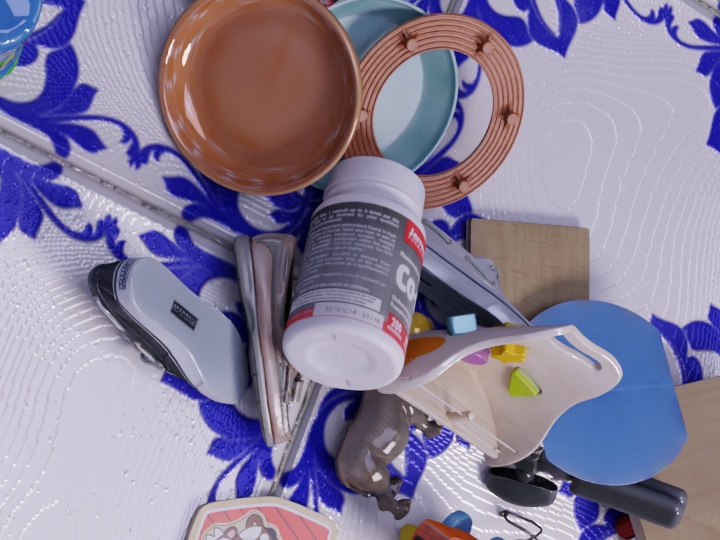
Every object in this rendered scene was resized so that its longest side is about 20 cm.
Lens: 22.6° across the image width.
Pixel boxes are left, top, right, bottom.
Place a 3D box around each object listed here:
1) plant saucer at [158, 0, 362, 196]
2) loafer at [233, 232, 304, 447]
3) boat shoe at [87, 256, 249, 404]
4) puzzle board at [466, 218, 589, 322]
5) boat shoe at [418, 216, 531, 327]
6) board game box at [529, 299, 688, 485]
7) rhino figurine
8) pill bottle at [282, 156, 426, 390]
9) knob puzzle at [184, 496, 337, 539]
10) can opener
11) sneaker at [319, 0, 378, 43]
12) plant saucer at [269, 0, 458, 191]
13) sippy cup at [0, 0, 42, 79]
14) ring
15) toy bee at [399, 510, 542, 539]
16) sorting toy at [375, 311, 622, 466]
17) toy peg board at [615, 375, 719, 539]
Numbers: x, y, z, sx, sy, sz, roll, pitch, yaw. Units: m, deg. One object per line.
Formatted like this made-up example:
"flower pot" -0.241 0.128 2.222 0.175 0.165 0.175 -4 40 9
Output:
"plant saucer" -0.090 -0.171 1.676 0.201 0.199 0.037 70 20 -6
"loafer" -0.077 0.063 1.697 0.063 0.072 0.201 -9 87 -6
"boat shoe" -0.177 0.058 1.651 0.199 0.068 0.074 44 53 -45
"puzzle board" 0.172 0.051 1.871 0.150 0.017 0.201 4 84 -29
"boat shoe" 0.110 0.013 1.794 0.200 0.074 0.067 40 60 -6
"board game box" 0.242 0.129 1.838 0.157 0.039 0.201 -4 66 -17
"rhino figurine" 0.036 0.135 1.765 0.087 0.060 0.201 31 70 -26
"pill bottle" 0.000 0.000 1.687 0.114 0.114 0.201 28 54 -23
"knob puzzle" -0.091 0.301 1.698 0.219 0.030 0.221 3 84 -28
"can opener" 0.229 0.218 1.821 0.053 0.199 0.067 -47 149 -63
"sneaker" -0.059 -0.258 1.743 0.201 0.067 0.108 -21 93 -31
"plant saucer" -0.002 -0.173 1.750 0.199 0.036 0.201 -9 116 -20
"sippy cup" -0.338 -0.227 1.555 0.139 0.130 0.178 33 72 -21
"ring" 0.074 -0.152 1.762 0.199 0.019 0.201 -10 117 -20
"toy bee" 0.105 0.299 1.762 0.199 0.131 0.109 18 102 -37
"sorting toy" 0.145 0.093 1.716 0.200 0.179 0.107 36 50 -44
"toy peg board" 0.343 0.230 1.917 0.199 0.098 0.200 -10 75 -29
